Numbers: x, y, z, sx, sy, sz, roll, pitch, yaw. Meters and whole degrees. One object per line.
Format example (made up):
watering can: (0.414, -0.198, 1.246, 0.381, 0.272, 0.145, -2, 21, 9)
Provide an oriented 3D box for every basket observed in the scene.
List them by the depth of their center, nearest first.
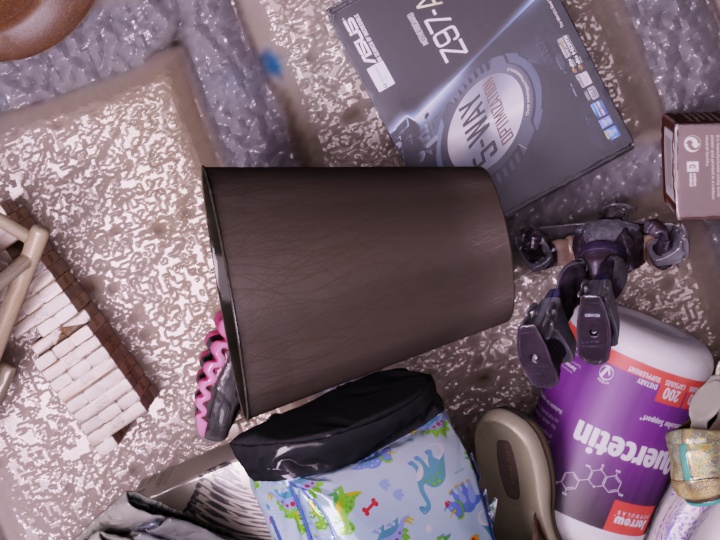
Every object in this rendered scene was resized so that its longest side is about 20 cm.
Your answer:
basket: (0.000, 0.000, 1.344, 0.198, 0.136, 0.182, -9, 86, -7)

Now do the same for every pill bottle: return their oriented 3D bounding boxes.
pill bottle: (0.179, 0.131, 1.417, 0.112, 0.112, 0.202, 20, 99, 0)

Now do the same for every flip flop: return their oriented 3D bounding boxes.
flip flop: (0.112, 0.198, 1.363, 0.081, 0.057, 0.202, 0, 106, 40)

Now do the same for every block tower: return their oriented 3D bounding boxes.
block tower: (-0.231, 0.042, 1.457, 0.058, 0.054, 0.201, -33, 96, 8)

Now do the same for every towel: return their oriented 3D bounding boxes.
towel: (-0.160, 0.256, 1.426, 0.192, 0.035, 0.200, 27, 120, -34)

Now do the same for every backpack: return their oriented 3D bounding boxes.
backpack: (0.019, 0.189, 1.317, 0.162, 0.153, 0.202, -19, 107, -32)

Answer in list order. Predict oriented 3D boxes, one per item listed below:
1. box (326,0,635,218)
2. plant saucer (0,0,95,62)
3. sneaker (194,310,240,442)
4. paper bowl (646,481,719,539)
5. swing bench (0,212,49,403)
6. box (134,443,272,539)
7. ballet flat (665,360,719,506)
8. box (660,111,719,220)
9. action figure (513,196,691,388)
box: (0.089, -0.144, 1.415, 0.159, 0.044, 0.201, -27, 97, 7)
plant saucer: (-0.285, -0.249, 1.402, 0.198, 0.037, 0.202, 4, 110, 12)
sneaker: (-0.065, 0.045, 1.445, 0.095, 0.079, 0.201, 20, 101, -12)
paper bowl: (0.312, 0.216, 1.423, 0.199, 0.104, 0.203, 0, 101, 2)
swing bench: (-0.357, 0.026, 1.398, 0.198, 0.130, 0.201, 30, 129, 11)
box: (-0.071, 0.168, 1.460, 0.199, 0.068, 0.083, -24, 97, 7)
ballet flat: (0.270, 0.098, 1.367, 0.070, 0.200, 0.071, 12, 117, 26)
box: (0.322, -0.079, 1.384, 0.198, 0.100, 0.076, -3, 99, 5)
action figure: (0.169, -0.001, 1.362, 0.129, 0.200, 0.070, -11, 116, 26)
